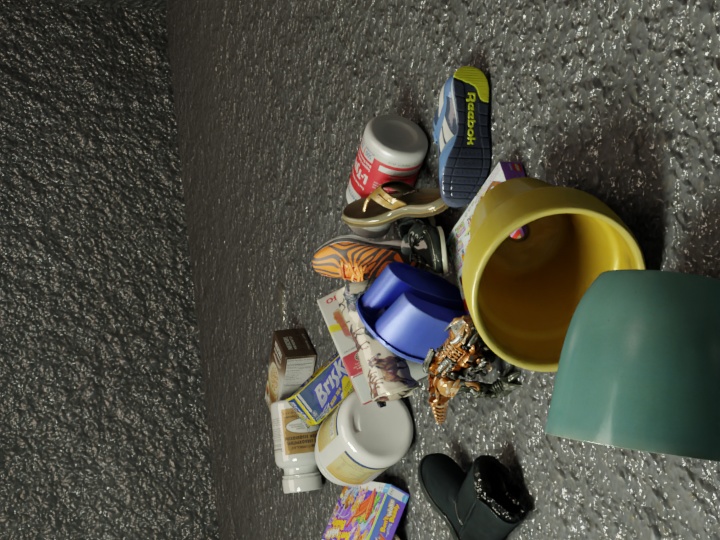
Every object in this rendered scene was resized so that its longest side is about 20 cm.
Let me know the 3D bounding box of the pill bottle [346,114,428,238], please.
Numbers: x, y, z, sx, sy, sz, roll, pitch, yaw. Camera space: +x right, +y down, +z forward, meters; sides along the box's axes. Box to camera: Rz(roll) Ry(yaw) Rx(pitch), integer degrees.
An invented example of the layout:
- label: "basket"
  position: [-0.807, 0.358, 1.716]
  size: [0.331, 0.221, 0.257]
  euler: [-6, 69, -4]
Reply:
- label: "pill bottle"
  position: [0.038, -0.157, 1.558]
  size: [0.202, 0.110, 0.113]
  euler: [110, 150, -43]

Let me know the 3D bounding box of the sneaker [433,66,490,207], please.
- label: "sneaker"
  position: [0.147, -0.195, 1.341]
  size: [0.082, 0.073, 0.204]
  euler: [-174, 89, -70]

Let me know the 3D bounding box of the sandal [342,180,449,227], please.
- label: "sandal"
  position: [0.058, -0.116, 1.451]
  size: [0.197, 0.081, 0.055]
  euler: [-7, 122, 31]

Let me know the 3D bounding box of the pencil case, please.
- label: "pencil case"
  position: [0.025, 0.108, 1.416]
  size: [0.089, 0.077, 0.203]
  euler: [49, -160, -71]

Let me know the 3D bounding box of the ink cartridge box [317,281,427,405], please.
- label: "ink cartridge box"
  position: [0.024, 0.108, 1.547]
  size: [0.201, 0.143, 0.084]
  euler: [-118, 4, -47]

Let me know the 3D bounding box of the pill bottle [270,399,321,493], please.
- label: "pill bottle"
  position: [-0.141, 0.396, 2.051]
  size: [0.114, 0.112, 0.204]
  euler: [149, 117, -65]

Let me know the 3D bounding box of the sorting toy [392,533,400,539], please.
- label: "sorting toy"
  position: [0.047, 0.576, 1.705]
  size: [0.185, 0.036, 0.204]
  euler: [170, 93, -68]

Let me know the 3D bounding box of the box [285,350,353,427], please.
- label: "box"
  position: [-0.040, 0.196, 1.667]
  size: [0.070, 0.199, 0.064]
  euler: [50, 155, -2]

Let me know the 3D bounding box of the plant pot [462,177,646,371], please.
- label: "plant pot"
  position: [0.207, -0.015, 1.060]
  size: [0.190, 0.196, 0.204]
  euler: [-103, 20, -65]

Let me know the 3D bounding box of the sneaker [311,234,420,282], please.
- label: "sneaker"
  position: [0.000, 0.000, 1.533]
  size: [0.113, 0.196, 0.079]
  euler: [-68, -32, -51]

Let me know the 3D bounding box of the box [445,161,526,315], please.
- label: "box"
  position: [0.189, -0.038, 1.283]
  size: [0.201, 0.038, 0.139]
  euler: [121, 142, -54]

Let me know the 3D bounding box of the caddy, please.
- label: "caddy"
  position: [0.085, 0.076, 1.355]
  size: [0.106, 0.198, 0.142]
  euler: [-53, 39, 24]

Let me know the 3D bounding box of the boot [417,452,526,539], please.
- label: "boot"
  position: [0.163, 0.316, 1.323]
  size: [0.170, 0.075, 0.202]
  euler: [105, 146, -44]

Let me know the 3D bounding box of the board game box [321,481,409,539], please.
- label: "board game box"
  position: [0.006, 0.465, 1.686]
  size: [0.199, 0.044, 0.136]
  euler: [-20, 43, 64]

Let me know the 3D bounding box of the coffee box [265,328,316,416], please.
- label: "coffee box"
  position: [-0.169, 0.254, 2.155]
  size: [0.115, 0.078, 0.203]
  euler: [-125, 39, -53]

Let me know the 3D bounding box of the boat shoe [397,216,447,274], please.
- label: "boat shoe"
  position: [0.094, -0.043, 1.420]
  size: [0.200, 0.065, 0.076]
  euler: [-103, 8, -65]

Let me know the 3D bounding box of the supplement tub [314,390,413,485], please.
- label: "supplement tub"
  position: [0.000, 0.308, 1.649]
  size: [0.200, 0.142, 0.147]
  euler: [128, 135, -58]

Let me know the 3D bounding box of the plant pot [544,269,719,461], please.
- label: "plant pot"
  position: [0.285, 0.088, 0.865]
  size: [0.200, 0.197, 0.164]
  euler: [173, 107, -68]

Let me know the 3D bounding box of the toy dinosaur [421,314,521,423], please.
- label: "toy dinosaur"
  position: [0.141, 0.139, 1.290]
  size: [0.201, 0.133, 0.104]
  euler: [124, 138, -55]
